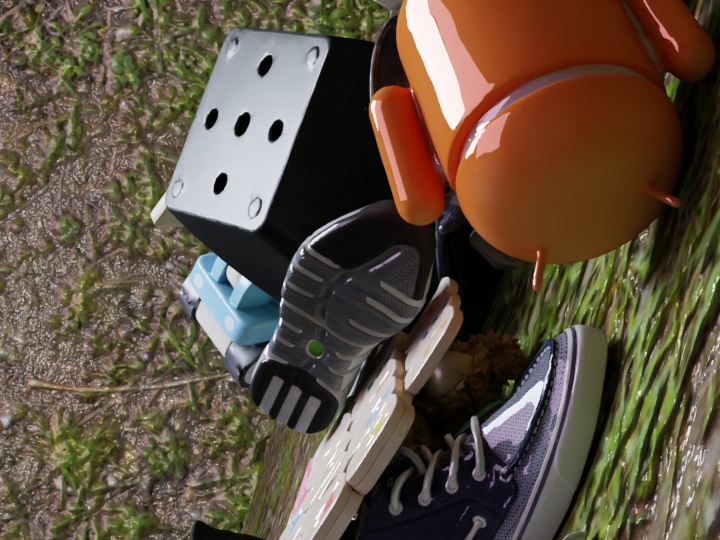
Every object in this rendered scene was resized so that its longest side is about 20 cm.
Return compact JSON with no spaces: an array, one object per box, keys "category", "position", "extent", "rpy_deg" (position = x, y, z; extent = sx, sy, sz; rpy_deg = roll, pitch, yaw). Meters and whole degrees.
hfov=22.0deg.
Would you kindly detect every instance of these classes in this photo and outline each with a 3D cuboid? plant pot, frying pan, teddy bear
[{"category":"plant pot","position":[-0.014,-0.067,1.269],"extent":[0.199,0.177,0.201],"rpy_deg":[16,85,55]},{"category":"frying pan","position":[0.040,-0.056,1.082],"extent":[0.115,0.031,0.191],"rpy_deg":[0,-95,-64]},{"category":"teddy bear","position":[0.046,0.094,1.123],"extent":[0.145,0.067,0.200],"rpy_deg":[-54,-6,-20]}]

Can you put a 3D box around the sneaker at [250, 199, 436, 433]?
[{"category":"sneaker","position":[0.000,0.000,1.083],"extent":[0.200,0.075,0.116],"rpy_deg":[-55,3,47]}]

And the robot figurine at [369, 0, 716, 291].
[{"category":"robot figurine","position":[0.085,-0.086,0.906],"extent":[0.117,0.143,0.201],"rpy_deg":[108,150,-48]}]

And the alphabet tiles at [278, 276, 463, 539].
[{"category":"alphabet tiles","position":[-0.002,0.094,1.026],"extent":[0.196,0.015,0.200],"rpy_deg":[-57,5,10]}]

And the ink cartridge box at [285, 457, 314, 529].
[{"category":"ink cartridge box","position":[-0.033,0.267,1.419],"extent":[0.147,0.082,0.201],"rpy_deg":[-92,20,-74]}]

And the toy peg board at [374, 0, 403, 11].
[{"category":"toy peg board","position":[0.117,-0.269,1.185],"extent":[0.199,0.097,0.201],"rpy_deg":[-26,44,57]}]

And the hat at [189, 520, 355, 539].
[{"category":"hat","position":[-0.018,0.196,1.145],"extent":[0.081,0.200,0.201],"rpy_deg":[-50,9,7]}]

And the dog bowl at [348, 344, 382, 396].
[{"category":"dog bowl","position":[0.043,0.028,1.434],"extent":[0.200,0.073,0.201],"rpy_deg":[-163,90,-84]}]

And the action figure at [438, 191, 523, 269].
[{"category":"action figure","position":[0.106,-0.113,1.060],"extent":[0.200,0.104,0.195],"rpy_deg":[114,162,-77]}]

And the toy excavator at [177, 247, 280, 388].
[{"category":"toy excavator","position":[-0.077,-0.009,1.452],"extent":[0.100,0.194,0.200],"rpy_deg":[51,131,28]}]

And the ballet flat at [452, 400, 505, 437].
[{"category":"ballet flat","position":[0.036,0.165,1.037],"extent":[0.200,0.072,0.072],"rpy_deg":[-45,4,-3]}]

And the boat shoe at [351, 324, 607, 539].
[{"category":"boat shoe","position":[0.053,0.107,0.942],"extent":[0.075,0.092,0.201],"rpy_deg":[-84,11,-64]}]

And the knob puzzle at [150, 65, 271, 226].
[{"category":"knob puzzle","position":[-0.047,-0.101,1.449],"extent":[0.031,0.219,0.220],"rpy_deg":[59,148,28]}]

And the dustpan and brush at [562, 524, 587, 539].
[{"category":"dustpan and brush","position":[0.047,0.221,0.830],"extent":[0.140,0.057,0.201],"rpy_deg":[113,172,-50]}]
